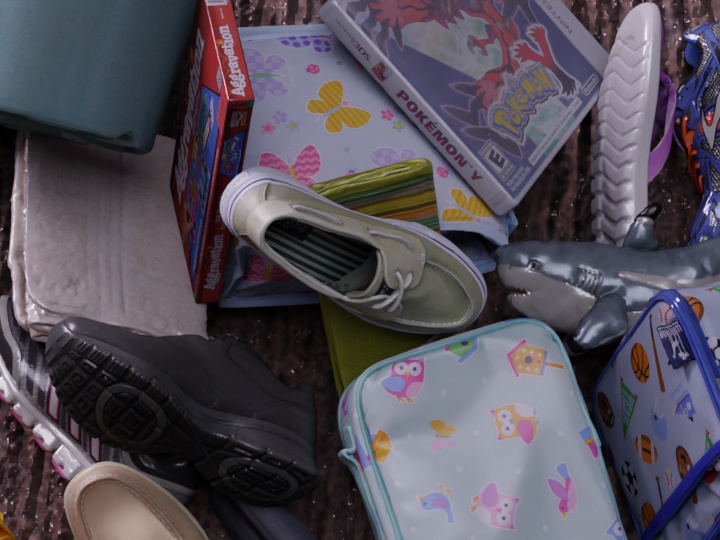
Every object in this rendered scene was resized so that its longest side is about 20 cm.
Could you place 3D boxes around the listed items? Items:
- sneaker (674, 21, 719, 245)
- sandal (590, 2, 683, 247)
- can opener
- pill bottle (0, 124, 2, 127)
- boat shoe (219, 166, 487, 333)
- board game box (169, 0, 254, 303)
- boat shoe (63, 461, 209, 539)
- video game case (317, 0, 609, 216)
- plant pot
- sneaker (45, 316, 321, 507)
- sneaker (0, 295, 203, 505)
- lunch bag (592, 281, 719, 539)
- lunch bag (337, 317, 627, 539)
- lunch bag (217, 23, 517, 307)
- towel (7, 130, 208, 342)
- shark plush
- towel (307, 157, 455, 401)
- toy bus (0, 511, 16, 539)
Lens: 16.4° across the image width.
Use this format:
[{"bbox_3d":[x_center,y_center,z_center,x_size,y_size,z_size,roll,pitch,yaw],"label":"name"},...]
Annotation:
[{"bbox_3d":[0.248,-0.091,1.742,0.078,0.075,0.200,8,58,11],"label":"sneaker"},{"bbox_3d":[0.193,-0.080,1.712,0.050,0.082,0.203,5,94,-17],"label":"sandal"},{"bbox_3d":[-0.033,0.202,1.601,0.079,0.063,0.200,-17,62,-39],"label":"can opener"},{"bbox_3d":[-0.243,-0.181,1.735,0.110,0.110,0.200,38,71,13],"label":"pill bottle"},{"bbox_3d":[0.000,0.000,1.555,0.200,0.072,0.062,22,20,-31],"label":"boat shoe"},{"bbox_3d":[-0.096,-0.080,1.593,0.019,0.200,0.103,-3,53,-13],"label":"board game box"},{"bbox_3d":[-0.115,0.206,1.565,0.072,0.065,0.200,-34,92,-1],"label":"boat shoe"},{"bbox_3d":[0.079,-0.155,1.699,0.182,0.023,0.200,47,42,-7],"label":"video game case"},{"bbox_3d":[-0.184,-0.185,1.606,0.200,0.200,0.196,14,87,4],"label":"plant pot"},{"bbox_3d":[-0.111,0.074,1.580,0.200,0.076,0.091,31,46,-27],"label":"sneaker"},{"bbox_3d":[-0.172,0.085,1.633,0.087,0.074,0.200,-39,78,3],"label":"sneaker"},{"bbox_3d":[0.218,0.104,1.580,0.076,0.200,0.160,-11,66,-16],"label":"lunch bag"},{"bbox_3d":[0.074,0.135,1.609,0.160,0.077,0.200,-17,84,-8],"label":"lunch bag"},{"bbox_3d":[-0.006,-0.070,1.685,0.200,0.127,0.170,-6,65,-14],"label":"lunch bag"},{"bbox_3d":[-0.166,-0.022,1.667,0.132,0.034,0.200,15,46,-21],"label":"towel"},{"bbox_3d":[0.193,-0.005,1.640,0.200,0.091,0.083,-18,85,10],"label":"shark plush"},{"bbox_3d":[0.018,0.022,1.623,0.086,0.200,0.018,-15,33,-7],"label":"towel"},{"bbox_3d":[-0.250,0.217,1.561,0.200,0.136,0.192,-20,54,-6],"label":"toy bus"}]
